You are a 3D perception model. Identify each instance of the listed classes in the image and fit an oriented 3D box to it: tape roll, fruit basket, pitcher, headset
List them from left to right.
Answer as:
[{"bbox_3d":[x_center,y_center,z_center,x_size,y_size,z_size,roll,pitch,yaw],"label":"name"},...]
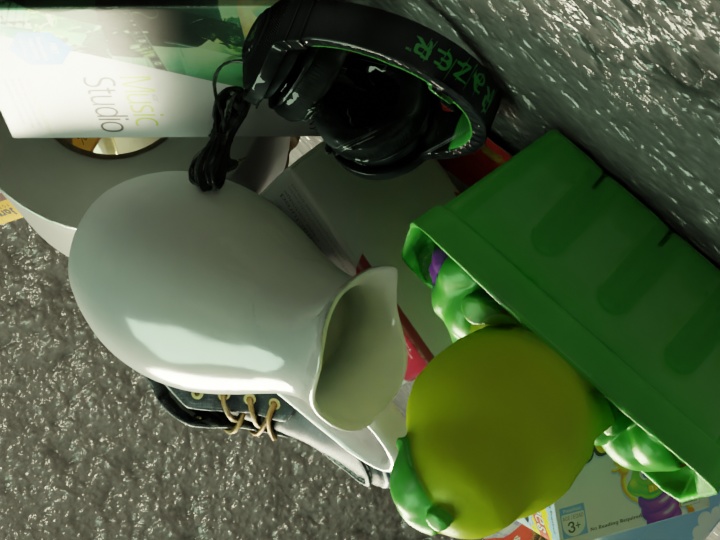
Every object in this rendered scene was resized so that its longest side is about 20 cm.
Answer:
[{"bbox_3d":[-0.148,-0.108,1.421,0.203,0.203,0.139,40,174,10],"label":"tape roll"},{"bbox_3d":[-0.061,0.034,1.266,0.200,0.121,0.172,22,147,33],"label":"pitcher"},{"bbox_3d":[-0.018,-0.086,1.172,0.123,0.094,0.200,33,161,-34],"label":"headset"},{"bbox_3d":[0.091,0.057,1.123,0.215,0.216,0.156,41,173,4],"label":"fruit basket"}]

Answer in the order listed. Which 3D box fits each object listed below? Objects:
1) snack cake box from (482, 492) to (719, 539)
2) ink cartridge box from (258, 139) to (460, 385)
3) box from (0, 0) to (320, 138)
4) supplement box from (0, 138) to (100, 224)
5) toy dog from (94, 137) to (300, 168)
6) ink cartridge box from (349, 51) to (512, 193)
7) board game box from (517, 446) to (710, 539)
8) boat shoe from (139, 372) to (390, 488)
[{"bbox_3d":[0.158,0.177,1.485,0.067,0.200,0.115,44,173,-26],"label":"snack cake box"},{"bbox_3d":[0.000,0.000,1.346,0.145,0.083,0.200,54,158,0],"label":"ink cartridge box"},{"bbox_3d":[-0.117,-0.124,1.262,0.199,0.036,0.144,-1,154,6],"label":"box"},{"bbox_3d":[-0.274,-0.170,1.572,0.200,0.198,0.133,42,147,-27],"label":"supplement box"},{"bbox_3d":[-0.127,-0.107,1.704,0.200,0.139,0.195,37,135,46],"label":"toy dog"},{"bbox_3d":[0.042,-0.055,1.335,0.161,0.050,0.200,38,175,25],"label":"ink cartridge box"},{"bbox_3d":[0.124,0.091,1.394,0.200,0.105,0.103,-158,57,-71],"label":"board game box"},{"bbox_3d":[-0.062,0.078,1.351,0.200,0.091,0.071,44,157,23],"label":"boat shoe"}]
